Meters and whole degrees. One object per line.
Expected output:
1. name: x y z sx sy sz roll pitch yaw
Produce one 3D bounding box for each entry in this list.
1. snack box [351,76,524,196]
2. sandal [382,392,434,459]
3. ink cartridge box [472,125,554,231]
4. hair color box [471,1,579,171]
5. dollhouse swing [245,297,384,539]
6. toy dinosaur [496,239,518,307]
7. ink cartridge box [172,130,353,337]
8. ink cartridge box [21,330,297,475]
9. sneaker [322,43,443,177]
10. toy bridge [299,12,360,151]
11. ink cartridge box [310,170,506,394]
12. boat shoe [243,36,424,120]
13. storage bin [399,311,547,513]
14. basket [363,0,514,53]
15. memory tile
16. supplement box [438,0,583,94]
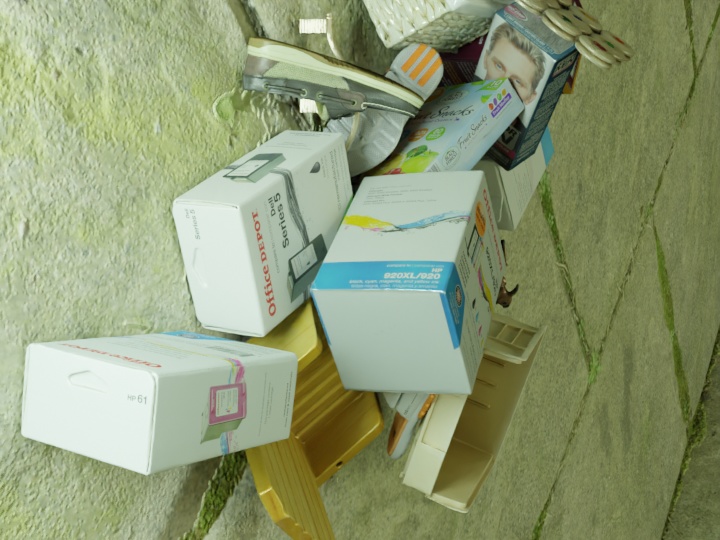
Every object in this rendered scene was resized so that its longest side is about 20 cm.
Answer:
1. snack box: 0.086 -0.150 1.241 0.200 0.142 0.053 -48 120 -26
2. sandal: 0.047 0.141 1.187 0.079 0.059 0.207 -88 -166 -55
3. ink cartridge box: 0.174 -0.155 1.446 0.200 0.128 0.125 -59 142 -36
4. hair color box: 0.194 -0.229 1.277 0.060 0.100 0.200 -35 158 -30
5. dollhouse swing: -0.036 0.173 1.086 0.182 0.176 0.200 -39 138 -6
6. toy dinosaur: 0.134 -0.021 1.399 0.200 0.135 0.086 33 68 -57
7. ink cartridge box: -0.090 -0.043 1.060 0.200 0.084 0.146 -43 132 -49
8. ink cartridge box: -0.171 0.108 0.893 0.200 0.144 0.085 2 96 -60
9. sneaker: 0.020 -0.179 1.228 0.200 0.078 0.112 -45 -177 -7
10. toy bridge: -0.034 -0.185 1.141 0.027 0.067 0.201 -67 158 -77
11. ink cartridge box: 0.059 0.009 1.088 0.200 0.144 0.147 -67 148 -45
12. boat shoe: -0.030 -0.192 1.087 0.200 0.073 0.065 16 103 -17
13. storage bin: 0.139 0.161 1.246 0.199 0.094 0.200 -28 139 -70
14. basket: 0.094 -0.348 1.240 0.200 0.123 0.136 -17 82 -59
15. memory tile: 0.233 -0.308 1.207 0.017 0.200 0.153 -55 167 28
16. supplement box: 0.192 -0.307 1.373 0.086 0.200 0.111 41 61 -56
